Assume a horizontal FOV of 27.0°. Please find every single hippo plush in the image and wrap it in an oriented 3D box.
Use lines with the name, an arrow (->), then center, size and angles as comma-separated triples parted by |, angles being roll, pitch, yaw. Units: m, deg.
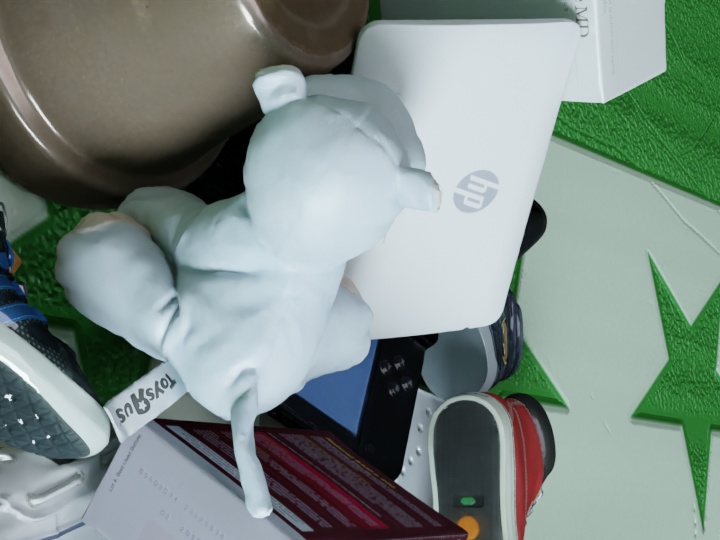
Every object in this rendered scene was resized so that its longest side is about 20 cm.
hippo plush -> -0.052, -0.026, 0.713 | 0.158, 0.162, 0.200 | 29, 24, 4

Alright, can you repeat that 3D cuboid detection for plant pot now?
plant pot -> -0.095, -0.143, 0.778 | 0.199, 0.173, 0.202 | 16, 69, -49

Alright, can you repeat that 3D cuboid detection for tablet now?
tablet -> 0.042, -0.045, 0.820 | 0.129, 0.014, 0.201 | -5, 128, -23

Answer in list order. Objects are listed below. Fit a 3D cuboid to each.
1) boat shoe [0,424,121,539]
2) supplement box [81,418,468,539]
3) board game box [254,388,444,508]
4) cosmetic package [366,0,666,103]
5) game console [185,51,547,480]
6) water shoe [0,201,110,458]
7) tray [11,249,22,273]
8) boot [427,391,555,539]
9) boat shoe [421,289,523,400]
boat shoe -> -0.170, 0.114, 0.716 | 0.200, 0.073, 0.066 | -10, 85, -63
supplement box -> -0.036, 0.130, 0.763 | 0.061, 0.108, 0.200 | -61, 152, 7
board game box -> -0.010, 0.160, 0.941 | 0.199, 0.026, 0.202 | 25, 63, -47
cosmetic package -> 0.072, -0.161, 0.874 | 0.085, 0.199, 0.109 | -28, 117, -46
game console -> 0.000, 0.000, 0.878 | 0.200, 0.118, 0.174 | 38, 47, -29
water shoe -> -0.171, 0.003, 0.663 | 0.200, 0.071, 0.079 | 49, 49, -30
tray -> -0.238, 0.031, 0.664 | 0.099, 0.037, 0.201 | 55, 45, -29
boot -> 0.092, 0.182, 0.998 | 0.144, 0.072, 0.202 | 12, 81, -66
boat shoe -> 0.060, -0.011, 1.047 | 0.091, 0.070, 0.202 | -12, 90, -67
